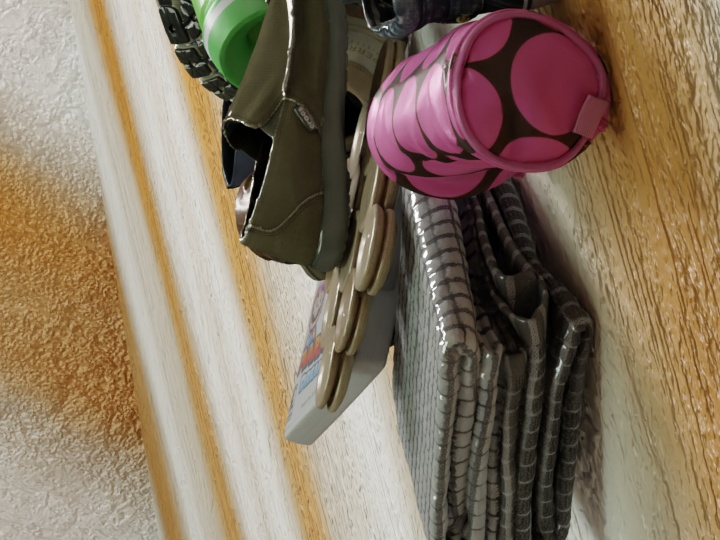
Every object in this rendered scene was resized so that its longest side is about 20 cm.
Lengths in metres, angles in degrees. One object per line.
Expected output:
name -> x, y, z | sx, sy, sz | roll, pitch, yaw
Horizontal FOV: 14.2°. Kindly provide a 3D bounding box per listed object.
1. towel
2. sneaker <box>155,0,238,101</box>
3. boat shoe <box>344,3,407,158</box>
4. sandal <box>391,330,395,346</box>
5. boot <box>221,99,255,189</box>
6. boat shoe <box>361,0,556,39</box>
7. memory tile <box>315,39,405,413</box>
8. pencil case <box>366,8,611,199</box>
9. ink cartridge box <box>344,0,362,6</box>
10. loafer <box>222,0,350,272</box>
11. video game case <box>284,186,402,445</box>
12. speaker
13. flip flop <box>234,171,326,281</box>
towel -> 0.070, 0.054, 1.626 | 0.166, 0.085, 0.200 | -103, 11, -51
sneaker -> -0.098, -0.202, 1.968 | 0.078, 0.089, 0.200 | -31, 94, 46
boat shoe -> -0.020, -0.103, 1.891 | 0.200, 0.071, 0.065 | 109, -177, -66
sandal -> 0.025, -0.019, 1.909 | 0.200, 0.045, 0.075 | -94, 19, -58
boot -> -0.049, -0.119, 2.023 | 0.200, 0.097, 0.075 | 91, 164, -54
boat shoe -> 0.034, -0.167, 1.521 | 0.200, 0.091, 0.071 | -142, 40, -74
memory tile -> 0.002, -0.027, 1.700 | 0.200, 0.017, 0.154 | -86, 11, -47
pencil case -> 0.067, -0.081, 1.475 | 0.091, 0.094, 0.200 | -59, 8, -6
ink cartridge box -> -0.031, -0.274, 1.875 | 0.163, 0.057, 0.200 | -113, 10, -46
loafer -> -0.045, -0.099, 1.711 | 0.075, 0.069, 0.201 | 121, 147, -70
video game case -> 0.000, 0.000, 1.807 | 0.200, 0.024, 0.183 | 129, 155, -68
speaker -> -0.078, -0.207, 1.852 | 0.089, 0.088, 0.200 | 88, 167, -47
flip flop -> -0.053, -0.037, 1.847 | 0.200, 0.057, 0.081 | -127, 27, -78
